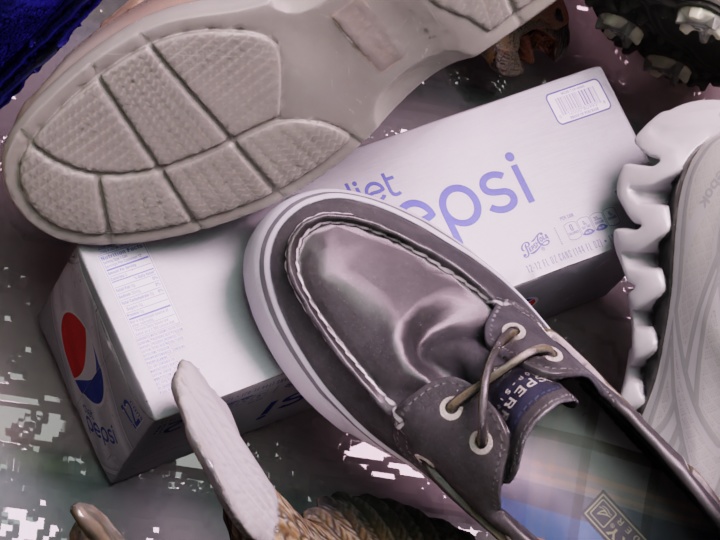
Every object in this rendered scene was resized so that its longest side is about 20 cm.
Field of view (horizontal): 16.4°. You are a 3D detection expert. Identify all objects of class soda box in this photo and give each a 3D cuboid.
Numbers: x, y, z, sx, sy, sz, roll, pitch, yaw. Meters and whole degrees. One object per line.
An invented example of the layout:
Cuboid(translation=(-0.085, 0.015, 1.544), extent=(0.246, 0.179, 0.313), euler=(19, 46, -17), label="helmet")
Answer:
Cuboid(translation=(0.000, 0.000, 0.815), extent=(0.199, 0.068, 0.064), euler=(-20, 76, -24), label="soda box")

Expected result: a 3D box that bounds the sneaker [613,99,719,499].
Cuboid(translation=(0.122, 0.049, 0.792), extent=(0.075, 0.081, 0.201), euler=(-6, 101, -29), label="sneaker")

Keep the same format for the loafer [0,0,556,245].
Cuboid(translation=(-0.017, -0.075, 0.746), extent=(0.072, 0.199, 0.063), euler=(55, 13, -29), label="loafer")

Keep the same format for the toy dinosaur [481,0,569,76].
Cuboid(translation=(-0.002, -0.152, 0.843), extent=(0.135, 0.201, 0.086), euler=(-33, 38, -30), label="toy dinosaur")

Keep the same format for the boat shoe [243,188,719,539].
Cuboid(translation=(0.048, 0.049, 0.738), extent=(0.070, 0.066, 0.200), euler=(-43, 92, -15), label="boat shoe")

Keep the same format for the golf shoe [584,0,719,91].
Cuboid(translation=(0.102, -0.121, 0.825), extent=(0.200, 0.077, 0.089), euler=(32, 74, -33), label="golf shoe")

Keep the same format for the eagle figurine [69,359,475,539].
Cuboid(translation=(0.007, 0.128, 0.731), extent=(0.199, 0.151, 0.152), euler=(9, 55, -3), label="eagle figurine")

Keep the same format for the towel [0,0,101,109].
Cuboid(translation=(-0.089, -0.128, 0.761), extent=(0.049, 0.200, 0.148), euler=(30, 43, -30), label="towel")
